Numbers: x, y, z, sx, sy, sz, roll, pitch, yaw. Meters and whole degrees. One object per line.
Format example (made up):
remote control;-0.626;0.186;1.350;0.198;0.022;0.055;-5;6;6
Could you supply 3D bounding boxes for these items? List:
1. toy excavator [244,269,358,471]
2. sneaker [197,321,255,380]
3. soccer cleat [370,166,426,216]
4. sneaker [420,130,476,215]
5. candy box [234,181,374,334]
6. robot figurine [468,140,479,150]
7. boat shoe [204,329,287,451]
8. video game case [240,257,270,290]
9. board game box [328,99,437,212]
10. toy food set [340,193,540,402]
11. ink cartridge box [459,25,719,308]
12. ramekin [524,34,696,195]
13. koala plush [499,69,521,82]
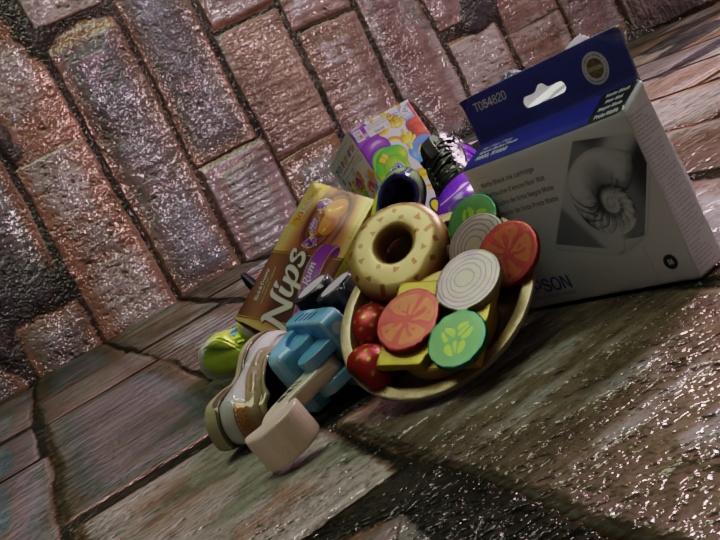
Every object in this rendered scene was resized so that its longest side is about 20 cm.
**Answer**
toy excavator;-0.044;0.101;0.921;0.200;0.100;0.194;-46;13;-20
sneaker;-0.117;0.085;1.271;0.197;0.077;0.105;-18;-5;-7
soccer cleat;0.023;-0.019;1.094;0.064;0.203;0.084;17;2;12
sneaker;0.101;-0.106;1.098;0.069;0.100;0.200;-37;5;17
candy box;-0.055;0.000;1.178;0.116;0.056;0.202;20;76;41
robot figurine;0.168;-0.123;1.388;0.198;0.126;0.150;-14;13;39
boat shoe;-0.093;0.117;1.014;0.068;0.075;0.200;-21;19;20
video game case;-0.080;-0.022;1.384;0.179;0.026;0.200;-31;11;-9
board game box;0.064;-0.096;1.258;0.102;0.201;0.105;-30;-8;-23
toy food set;0.063;0.020;0.838;0.196;0.049;0.202;-7;51;36
ink cartridge box;0.175;-0.074;0.813;0.040;0.202;0.199;-32;8;-33
ramekin;0.223;-0.111;0.924;0.097;0.202;0.201;-34;7;8
koala plush;0.334;-0.221;1.481;0.197;0.187;0.177;-8;10;-21
